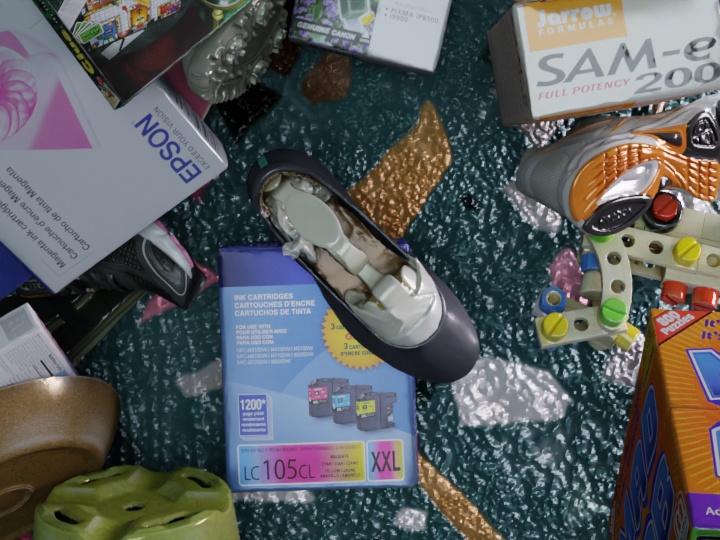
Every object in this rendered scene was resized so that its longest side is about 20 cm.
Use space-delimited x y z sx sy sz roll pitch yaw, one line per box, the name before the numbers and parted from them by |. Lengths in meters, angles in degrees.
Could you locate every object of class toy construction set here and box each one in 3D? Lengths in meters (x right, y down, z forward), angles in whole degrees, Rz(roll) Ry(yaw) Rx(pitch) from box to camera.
toy construction set | 0.224 0.020 1.051 0.198 0.092 0.132 18 69 -8

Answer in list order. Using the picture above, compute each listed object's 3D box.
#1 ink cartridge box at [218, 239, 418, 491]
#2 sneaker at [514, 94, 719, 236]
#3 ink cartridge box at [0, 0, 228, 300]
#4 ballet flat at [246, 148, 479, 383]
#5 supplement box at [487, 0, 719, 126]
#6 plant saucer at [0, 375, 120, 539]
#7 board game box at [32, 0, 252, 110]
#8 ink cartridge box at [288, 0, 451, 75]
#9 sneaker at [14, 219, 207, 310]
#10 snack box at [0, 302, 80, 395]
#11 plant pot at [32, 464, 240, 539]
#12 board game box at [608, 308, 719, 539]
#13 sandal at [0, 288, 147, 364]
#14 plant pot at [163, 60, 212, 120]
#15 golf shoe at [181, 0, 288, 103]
ink cartridge box | -0.030 0.049 1.058 0.135 0.076 0.202 -2 92 0
sneaker | 0.192 -0.085 1.027 0.198 0.092 0.077 -15 116 -33
ink cartridge box | -0.215 -0.078 0.917 0.199 0.043 0.197 -36 128 6
ballet flat | 0.000 0.000 0.976 0.073 0.073 0.200 -44 91 3
supplement box | 0.156 -0.141 0.987 0.125 0.200 0.074 -9 94 2
plant saucer | -0.247 0.144 1.011 0.199 0.200 0.036 -33 68 2
board game box | -0.101 -0.193 0.872 0.200 0.023 0.105 -44 104 -27
ink cartridge box | 0.023 -0.248 1.056 0.108 0.050 0.202 13 94 0
sneaker | -0.198 -0.011 1.032 0.199 0.080 0.087 25 77 24
snack box | -0.223 0.086 1.005 0.071 0.200 0.024 -31 67 -9
plant pot | -0.145 0.237 1.001 0.198 0.200 0.186 -1 102 1
board game box | 0.281 0.169 0.970 0.197 0.201 0.202 3 126 0
sandal | -0.221 0.042 1.075 0.200 0.057 0.080 -35 74 -11
plant pot | -0.186 -0.156 1.004 0.178 0.200 0.201 29 94 -16
golf shoe | -0.085 -0.188 0.967 0.096 0.079 0.201 21 50 6
